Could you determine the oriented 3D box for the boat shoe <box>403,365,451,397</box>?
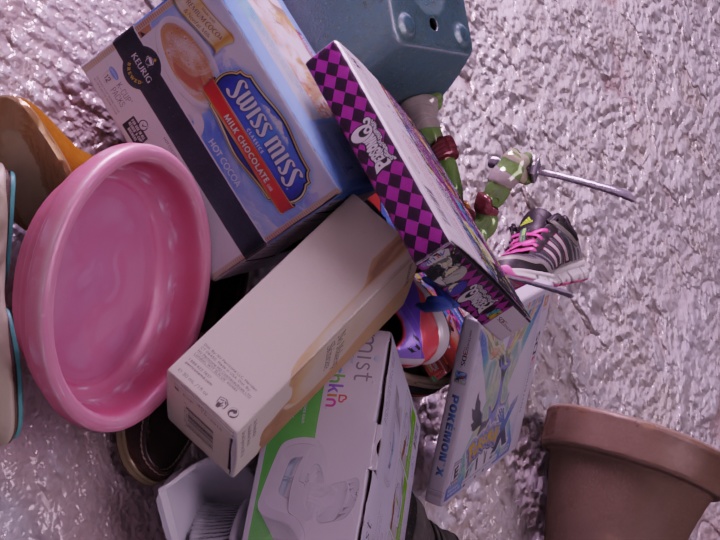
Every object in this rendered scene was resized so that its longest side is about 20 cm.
[{"bbox_3d":[0.009,0.065,1.358,0.200,0.062,0.072,33,56,-40],"label":"boat shoe"}]

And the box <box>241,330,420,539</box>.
[{"bbox_3d":[-0.017,0.174,1.202,0.177,0.096,0.201,71,26,-58],"label":"box"}]

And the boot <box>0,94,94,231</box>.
[{"bbox_3d":[-0.199,-0.070,1.140,0.202,0.070,0.144,64,33,-24],"label":"boot"}]

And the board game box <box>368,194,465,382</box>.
[{"bbox_3d":[0.042,0.004,1.395,0.201,0.019,0.103,59,28,7],"label":"board game box"}]

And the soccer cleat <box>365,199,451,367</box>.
[{"bbox_3d":[0.000,0.000,1.307,0.073,0.068,0.200,-8,57,-52],"label":"soccer cleat"}]

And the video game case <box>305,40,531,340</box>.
[{"bbox_3d":[0.046,-0.058,1.138,0.201,0.036,0.181,62,12,29],"label":"video game case"}]

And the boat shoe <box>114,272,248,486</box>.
[{"bbox_3d":[-0.131,0.071,1.167,0.072,0.072,0.201,45,47,-34],"label":"boat shoe"}]

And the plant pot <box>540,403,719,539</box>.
[{"bbox_3d":[0.265,0.250,1.546,0.200,0.200,0.176,31,74,-43],"label":"plant pot"}]

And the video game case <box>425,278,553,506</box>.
[{"bbox_3d":[0.126,0.112,1.432,0.200,0.022,0.183,-21,125,-62],"label":"video game case"}]

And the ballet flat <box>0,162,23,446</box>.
[{"bbox_3d":[-0.270,0.021,1.024,0.069,0.069,0.201,12,67,-50],"label":"ballet flat"}]

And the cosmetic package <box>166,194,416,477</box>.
[{"bbox_3d":[-0.050,0.048,1.109,0.071,0.105,0.200,40,68,13],"label":"cosmetic package"}]

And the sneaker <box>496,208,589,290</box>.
[{"bbox_3d":[0.182,-0.021,1.602,0.200,0.073,0.088,-8,85,-58],"label":"sneaker"}]

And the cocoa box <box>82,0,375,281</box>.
[{"bbox_3d":[-0.092,-0.115,1.169,0.201,0.131,0.133,58,20,4],"label":"cocoa box"}]

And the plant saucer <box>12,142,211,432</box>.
[{"bbox_3d":[-0.176,0.010,1.043,0.200,0.051,0.202,-31,126,-58],"label":"plant saucer"}]

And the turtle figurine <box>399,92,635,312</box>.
[{"bbox_3d":[0.105,-0.055,1.306,0.195,0.199,0.144,60,-5,25],"label":"turtle figurine"}]

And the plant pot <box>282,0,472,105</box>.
[{"bbox_3d":[-0.017,-0.220,1.305,0.195,0.199,0.198,-2,80,-53],"label":"plant pot"}]

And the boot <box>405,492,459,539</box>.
[{"bbox_3d":[0.040,0.296,1.323,0.131,0.067,0.201,50,45,-38],"label":"boot"}]

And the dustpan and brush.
[{"bbox_3d":[-0.094,0.193,1.181,0.200,0.057,0.140,-63,140,-73],"label":"dustpan and brush"}]
